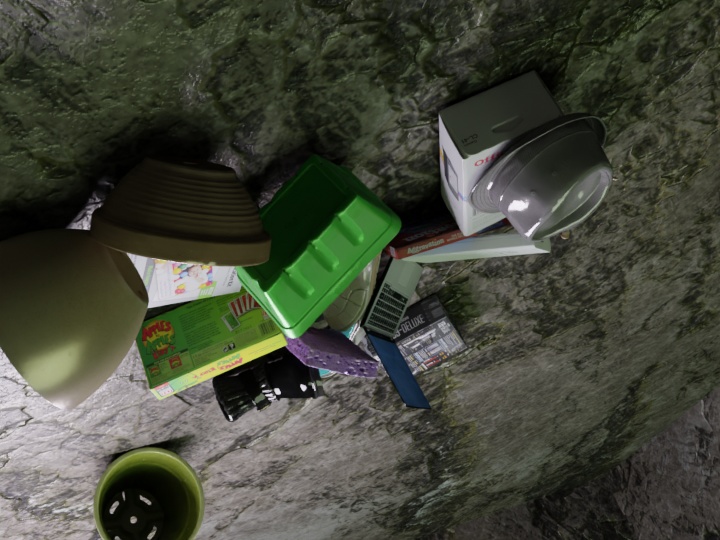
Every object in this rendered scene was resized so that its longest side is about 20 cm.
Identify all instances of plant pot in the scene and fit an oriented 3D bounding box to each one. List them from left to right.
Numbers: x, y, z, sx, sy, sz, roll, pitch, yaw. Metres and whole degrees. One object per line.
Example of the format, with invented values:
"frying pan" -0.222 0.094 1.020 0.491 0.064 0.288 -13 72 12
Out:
"plant pot" -0.316 0.032 1.087 0.133 0.202 0.201 -31 154 0
"plant pot" -0.406 0.447 1.806 0.197 0.203 0.190 -10 164 -27
"plant pot" -0.190 -0.072 1.066 0.199 0.200 0.094 1 104 -42

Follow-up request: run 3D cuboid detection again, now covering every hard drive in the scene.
"hard drive" 0.172 -0.034 1.449 0.197 0.027 0.132 -5 176 21

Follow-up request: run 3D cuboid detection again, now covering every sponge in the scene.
"sponge" -0.054 0.117 1.477 0.110 0.030 0.200 13 -176 -19

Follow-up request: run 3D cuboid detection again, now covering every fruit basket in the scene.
"fruit basket" -0.055 -0.027 1.232 0.214 0.155 0.217 -31 146 -24

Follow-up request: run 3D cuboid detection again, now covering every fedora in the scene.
"fedora" 0.244 -0.104 1.244 0.199 0.091 0.176 -40 152 20

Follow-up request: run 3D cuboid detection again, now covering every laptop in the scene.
"laptop" 0.081 0.092 1.488 0.203 0.115 0.187 -66 162 -2

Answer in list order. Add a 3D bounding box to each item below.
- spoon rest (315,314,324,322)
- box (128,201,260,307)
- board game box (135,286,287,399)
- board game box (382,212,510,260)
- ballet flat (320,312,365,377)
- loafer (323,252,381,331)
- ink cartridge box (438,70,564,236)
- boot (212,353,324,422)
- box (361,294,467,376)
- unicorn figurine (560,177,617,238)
"spoon rest" -0.080 0.038 1.470 0.099 0.061 0.200 -34 166 14
"box" -0.233 -0.014 1.243 0.197 0.042 0.157 -11 150 -29
"board game box" -0.214 0.093 1.385 0.197 0.103 0.048 -23 154 -4
"board game box" 0.123 -0.061 1.420 0.197 0.103 0.020 -17 109 -17
"ballet flat" -0.024 0.115 1.636 0.063 0.068 0.201 -14 153 -36
"loafer" 0.000 0.000 1.404 0.063 0.071 0.202 -35 150 -47
"ink cartridge box" 0.184 -0.152 1.302 0.146 0.086 0.201 -24 152 -7
"boot" -0.151 0.188 1.578 0.155 0.081 0.211 -16 177 -19
"box" 0.100 0.131 1.788 0.156 0.050 0.200 -29 154 6
"unicorn figurine" 0.304 -0.119 1.409 0.072 0.201 0.139 9 121 1
